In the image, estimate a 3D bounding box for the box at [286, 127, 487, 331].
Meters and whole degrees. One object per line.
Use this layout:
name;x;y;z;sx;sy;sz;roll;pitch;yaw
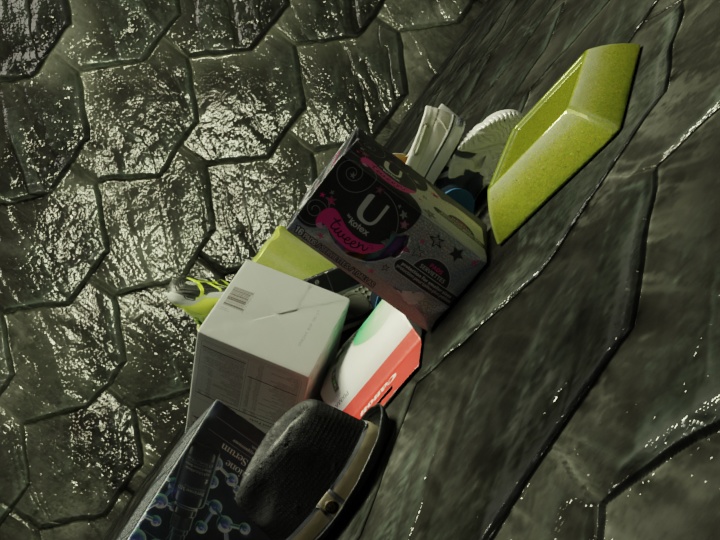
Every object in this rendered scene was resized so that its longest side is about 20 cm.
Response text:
box;0.036;-0.050;1.152;0.115;0.200;0.132;-52;8;21

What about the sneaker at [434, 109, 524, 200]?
sneaker;0.154;-0.155;1.362;0.130;0.079;0.199;-80;15;-55

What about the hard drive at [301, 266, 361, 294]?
hard drive;0.000;0.000;1.413;0.199;0.038;0.140;-23;2;-14

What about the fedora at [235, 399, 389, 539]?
fedora;-0.060;0.201;1.023;0.201;0.091;0.201;-53;7;9

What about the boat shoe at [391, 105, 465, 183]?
boat shoe;0.062;-0.128;1.339;0.200;0.070;0.071;-60;9;30

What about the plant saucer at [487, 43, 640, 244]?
plant saucer;0.212;-0.152;1.109;0.200;0.048;0.200;-48;9;41

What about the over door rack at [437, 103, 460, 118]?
over door rack;0.110;-0.134;1.487;0.148;0.067;0.200;-54;-17;-5

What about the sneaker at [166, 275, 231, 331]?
sneaker;-0.198;0.053;1.374;0.200;0.075;0.077;16;-88;-67

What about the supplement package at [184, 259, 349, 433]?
supplement package;-0.122;0.126;1.311;0.152;0.150;0.200;-61;-11;-48

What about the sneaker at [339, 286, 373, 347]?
sneaker;-0.054;0.104;1.511;0.202;0.077;0.146;-35;-24;-33

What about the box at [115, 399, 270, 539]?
box;-0.166;0.276;1.139;0.107;0.148;0.200;-46;11;50

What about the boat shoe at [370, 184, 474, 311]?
boat shoe;0.068;-0.031;1.315;0.200;0.084;0.069;-51;21;8

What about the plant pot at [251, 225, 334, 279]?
plant pot;-0.108;0.024;1.791;0.201;0.184;0.200;-52;8;10

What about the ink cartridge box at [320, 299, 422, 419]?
ink cartridge box;0.010;0.111;1.187;0.161;0.050;0.200;-51;6;20
